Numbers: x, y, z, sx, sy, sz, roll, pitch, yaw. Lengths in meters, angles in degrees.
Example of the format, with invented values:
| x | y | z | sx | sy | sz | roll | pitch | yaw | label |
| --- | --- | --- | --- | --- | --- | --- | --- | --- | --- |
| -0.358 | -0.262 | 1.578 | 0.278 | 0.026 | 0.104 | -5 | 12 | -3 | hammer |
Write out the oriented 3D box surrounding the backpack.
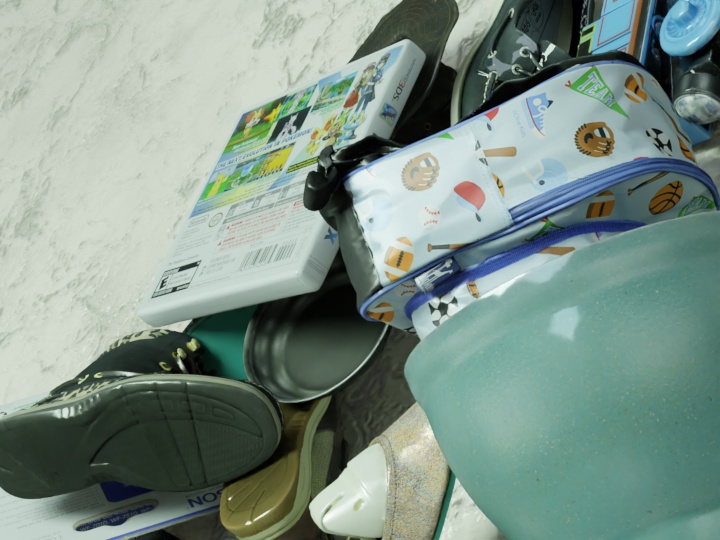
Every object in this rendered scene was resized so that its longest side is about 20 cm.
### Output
| x | y | z | sx | sy | sz | roll | pitch | yaw | label |
| --- | --- | --- | --- | --- | --- | --- | --- | --- | --- |
| 0.098 | -0.023 | 0.816 | 0.190 | 0.200 | 0.154 | -34 | 69 | 14 | backpack |

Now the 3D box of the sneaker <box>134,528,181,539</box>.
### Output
| x | y | z | sx | sy | sz | roll | pitch | yaw | label |
| --- | --- | --- | --- | --- | --- | --- | --- | --- | --- |
| -0.072 | 0.203 | 0.916 | 0.079 | 0.075 | 0.200 | -44 | 38 | -15 | sneaker |

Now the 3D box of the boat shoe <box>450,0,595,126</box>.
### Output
| x | y | z | sx | sy | sz | roll | pitch | yaw | label |
| --- | --- | --- | --- | --- | --- | --- | --- | --- | --- |
| 0.117 | -0.135 | 0.985 | 0.066 | 0.074 | 0.200 | -27 | 31 | 49 | boat shoe |

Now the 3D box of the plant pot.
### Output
| x | y | z | sx | sy | sz | roll | pitch | yaw | label |
| --- | --- | --- | --- | --- | --- | --- | --- | --- | --- |
| 0.136 | 0.077 | 0.697 | 0.200 | 0.200 | 0.134 | -30 | 66 | 28 | plant pot |

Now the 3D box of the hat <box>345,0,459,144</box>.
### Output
| x | y | z | sx | sy | sz | roll | pitch | yaw | label |
| --- | --- | --- | --- | --- | --- | --- | --- | --- | --- |
| 0.021 | -0.095 | 1.043 | 0.201 | 0.081 | 0.201 | -42 | 26 | 26 | hat |

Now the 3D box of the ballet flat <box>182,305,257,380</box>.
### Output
| x | y | z | sx | sy | sz | roll | pitch | yaw | label |
| --- | --- | --- | --- | --- | --- | --- | --- | --- | --- |
| -0.037 | 0.023 | 1.033 | 0.200 | 0.072 | 0.072 | -30 | 40 | 22 | ballet flat |

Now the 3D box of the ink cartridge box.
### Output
| x | y | z | sx | sy | sz | roll | pitch | yaw | label |
| --- | --- | --- | --- | --- | --- | --- | --- | --- | --- |
| -0.181 | 0.141 | 1.011 | 0.197 | 0.047 | 0.200 | -15 | 32 | -18 | ink cartridge box |

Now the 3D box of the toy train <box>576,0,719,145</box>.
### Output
| x | y | z | sx | sy | sz | roll | pitch | yaw | label |
| --- | --- | --- | --- | --- | --- | --- | --- | --- | --- |
| 0.197 | -0.164 | 0.914 | 0.114 | 0.087 | 0.200 | -20 | 45 | 45 | toy train |

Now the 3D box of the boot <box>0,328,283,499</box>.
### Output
| x | y | z | sx | sy | sz | roll | pitch | yaw | label |
| --- | --- | --- | --- | --- | --- | --- | --- | --- | --- |
| -0.121 | 0.079 | 0.952 | 0.203 | 0.074 | 0.154 | -10 | 15 | 24 | boot |

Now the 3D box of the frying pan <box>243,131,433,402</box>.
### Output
| x | y | z | sx | sy | sz | roll | pitch | yaw | label |
| --- | --- | --- | --- | --- | --- | --- | --- | --- | --- |
| -0.014 | 0.003 | 0.957 | 0.115 | 0.031 | 0.190 | -8 | 53 | 36 | frying pan |

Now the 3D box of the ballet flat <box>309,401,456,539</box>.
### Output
| x | y | z | sx | sy | sz | roll | pitch | yaw | label |
| --- | --- | --- | --- | --- | --- | --- | --- | --- | --- |
| 0.002 | 0.153 | 0.796 | 0.068 | 0.067 | 0.200 | -140 | 62 | -72 | ballet flat |

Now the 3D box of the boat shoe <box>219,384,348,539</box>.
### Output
| x | y | z | sx | sy | sz | roll | pitch | yaw | label |
| --- | --- | --- | --- | --- | --- | --- | --- | --- | --- |
| -0.042 | 0.123 | 0.929 | 0.073 | 0.065 | 0.200 | -25 | 18 | 16 | boat shoe |

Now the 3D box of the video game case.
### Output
| x | y | z | sx | sy | sz | roll | pitch | yaw | label |
| --- | --- | --- | --- | --- | --- | --- | --- | --- | --- |
| -0.055 | -0.053 | 0.986 | 0.200 | 0.022 | 0.182 | -14 | 45 | 53 | video game case |
